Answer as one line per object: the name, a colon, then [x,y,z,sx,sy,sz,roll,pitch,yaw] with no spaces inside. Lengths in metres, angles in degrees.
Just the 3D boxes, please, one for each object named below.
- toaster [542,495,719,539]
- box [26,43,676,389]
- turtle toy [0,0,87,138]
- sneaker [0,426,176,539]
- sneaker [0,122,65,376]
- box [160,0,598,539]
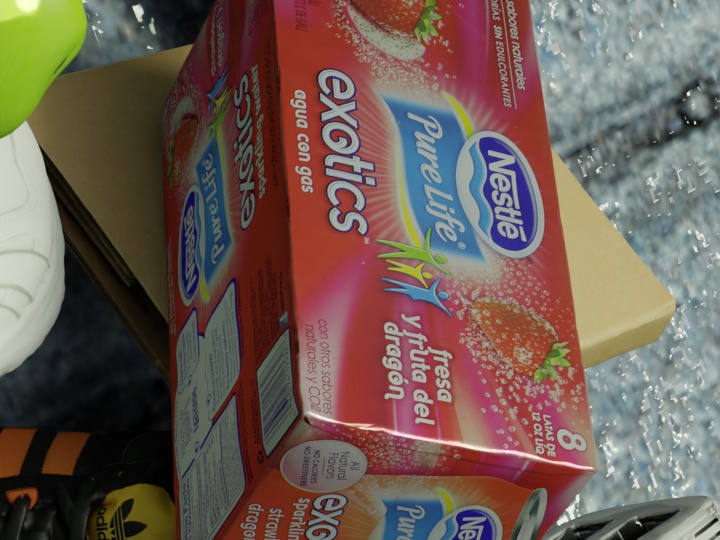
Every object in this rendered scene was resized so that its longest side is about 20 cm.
toaster: [0.090,0.166,1.023,0.200,0.113,0.130,-27,99,-39]
box: [-0.005,-0.016,0.973,0.199,0.021,0.164,-18,62,-42]
turtle toy: [-0.163,-0.059,0.747,0.199,0.146,0.102,-25,113,-26]
sneaker: [-0.101,0.078,0.881,0.199,0.090,0.070,-2,85,-42]
sneaker: [-0.141,0.001,0.829,0.100,0.077,0.201,79,17,-44]
box: [0.000,0.000,0.869,0.095,0.100,0.201,12,48,-21]
